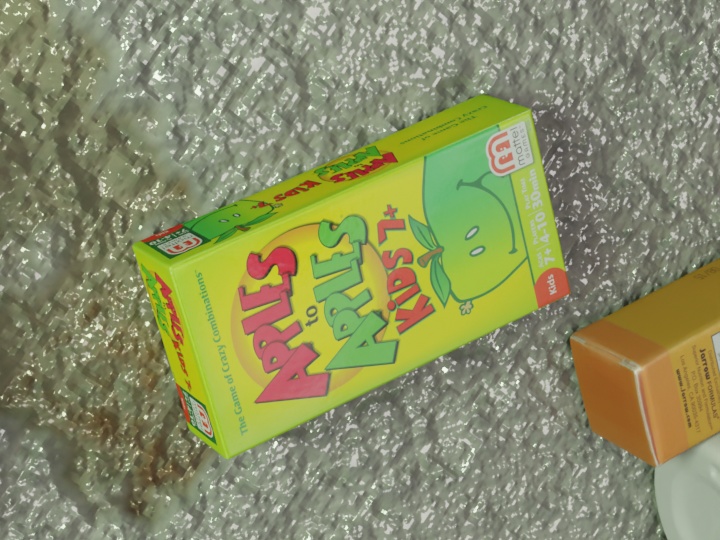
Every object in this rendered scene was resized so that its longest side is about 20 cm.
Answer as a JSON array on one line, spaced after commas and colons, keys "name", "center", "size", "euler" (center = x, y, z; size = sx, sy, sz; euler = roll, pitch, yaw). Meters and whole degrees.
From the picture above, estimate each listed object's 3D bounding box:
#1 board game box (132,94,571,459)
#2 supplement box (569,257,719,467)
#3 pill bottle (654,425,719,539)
[{"name": "board game box", "center": [0.000, 0.000, 0.969], "size": [0.199, 0.048, 0.102], "euler": [-25, 115, -22]}, {"name": "supplement box", "center": [0.215, 0.029, 1.088], "size": [0.199, 0.066, 0.069], "euler": [-27, 116, -20]}, {"name": "pill bottle", "center": [0.273, 0.106, 1.116], "size": [0.199, 0.112, 0.113], "euler": [-22, 114, -22]}]
